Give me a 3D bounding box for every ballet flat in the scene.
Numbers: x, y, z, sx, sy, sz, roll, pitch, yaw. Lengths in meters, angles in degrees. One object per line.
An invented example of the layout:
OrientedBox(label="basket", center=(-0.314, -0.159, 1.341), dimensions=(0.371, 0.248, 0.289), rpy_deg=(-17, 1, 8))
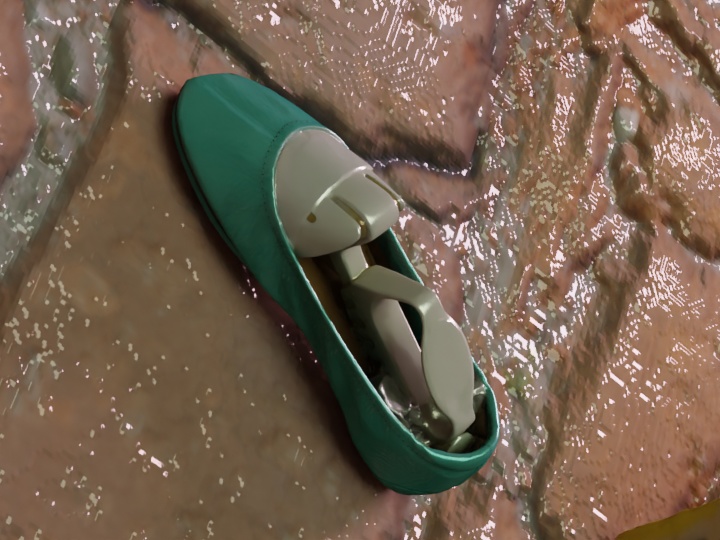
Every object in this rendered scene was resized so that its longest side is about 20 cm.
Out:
OrientedBox(label="ballet flat", center=(0.000, 0.000, 0.933), dimensions=(0.067, 0.070, 0.201), rpy_deg=(-42, 108, -40))

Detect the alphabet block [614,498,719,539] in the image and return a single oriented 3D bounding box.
OrientedBox(label="alphabet block", center=(0.252, 0.193, 1.021), dimensions=(0.195, 0.196, 0.201), rpy_deg=(8, 66, -43))
